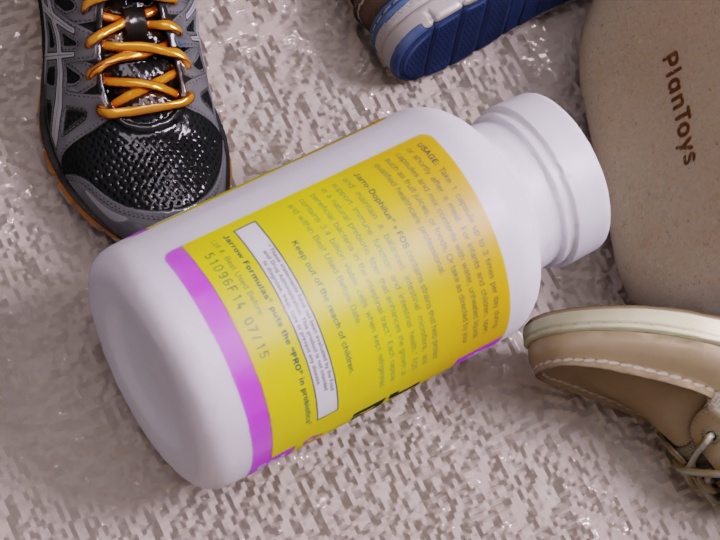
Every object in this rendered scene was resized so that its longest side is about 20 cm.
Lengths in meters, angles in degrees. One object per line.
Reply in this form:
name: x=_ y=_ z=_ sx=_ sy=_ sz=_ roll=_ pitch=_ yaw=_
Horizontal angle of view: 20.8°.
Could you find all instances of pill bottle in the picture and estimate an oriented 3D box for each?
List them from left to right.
pill bottle: x=0.000 y=0.000 z=0.787 sx=0.200 sy=0.104 sz=0.104 roll=-26 pitch=73 yaw=-21

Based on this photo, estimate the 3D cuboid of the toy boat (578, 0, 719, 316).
toy boat: x=0.182 y=-0.066 z=0.861 sx=0.131 sy=0.130 sz=0.200 roll=13 pitch=60 yaw=-39

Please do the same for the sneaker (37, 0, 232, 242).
sneaker: x=-0.101 y=-0.101 z=0.829 sx=0.078 sy=0.077 sz=0.200 roll=-11 pitch=70 yaw=-18

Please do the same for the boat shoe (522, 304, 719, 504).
boat shoe: x=0.160 y=0.064 z=0.810 sx=0.200 sy=0.072 sz=0.065 roll=16 pitch=75 yaw=-10

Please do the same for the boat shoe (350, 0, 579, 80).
boat shoe: x=0.082 y=-0.162 z=0.896 sx=0.200 sy=0.072 sz=0.072 roll=-27 pitch=72 yaw=-21
